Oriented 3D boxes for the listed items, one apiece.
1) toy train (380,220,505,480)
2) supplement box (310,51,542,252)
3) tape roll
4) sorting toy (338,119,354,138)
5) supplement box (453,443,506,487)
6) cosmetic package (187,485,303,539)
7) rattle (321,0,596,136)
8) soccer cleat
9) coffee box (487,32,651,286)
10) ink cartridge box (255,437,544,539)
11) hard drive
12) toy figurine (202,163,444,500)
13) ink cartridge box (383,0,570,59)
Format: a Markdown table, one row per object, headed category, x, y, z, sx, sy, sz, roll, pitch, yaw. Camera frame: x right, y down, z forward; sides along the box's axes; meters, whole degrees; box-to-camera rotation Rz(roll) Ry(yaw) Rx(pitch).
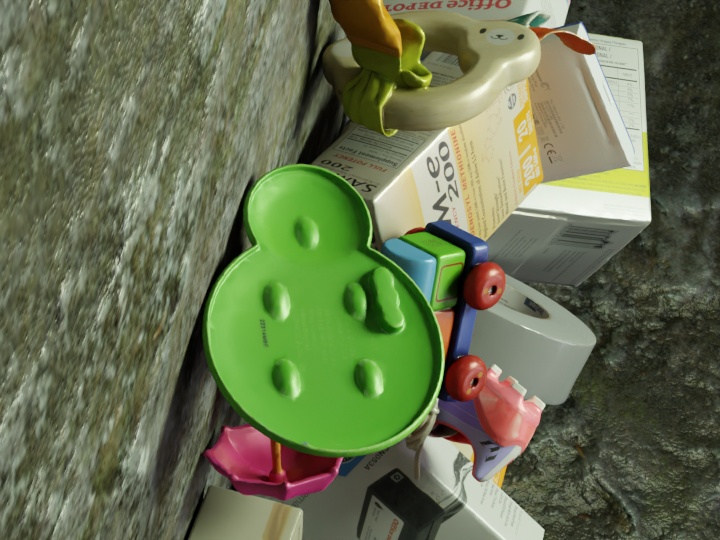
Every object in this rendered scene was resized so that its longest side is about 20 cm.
| category | x | y | z | sx | sy | sz | roll | pitch | yaw |
| --- | --- | --- | --- | --- | --- | --- | --- | --- | --- |
| toy train | 0.021 | 0.071 | 1.221 | 0.115 | 0.085 | 0.201 | -10 | 119 | -42 |
| supplement box | 0.051 | -0.069 | 1.328 | 0.200 | 0.073 | 0.126 | -46 | 139 | -32 |
| tape roll | 0.116 | 0.048 | 1.639 | 0.066 | 0.200 | 0.200 | -65 | 177 | 12 |
| sorting toy | 0.000 | 0.000 | 1.449 | 0.185 | 0.036 | 0.201 | -67 | 145 | -55 |
| supplement box | 0.029 | 0.185 | 1.608 | 0.074 | 0.199 | 0.126 | 93 | 12 | -49 |
| cosmetic package | -0.099 | 0.255 | 1.173 | 0.105 | 0.071 | 0.200 | 97 | 9 | -46 |
| rattle | 0.070 | -0.187 | 1.237 | 0.130 | 0.199 | 0.143 | -129 | -156 | -63 |
| soccer cleat | 0.054 | 0.083 | 1.322 | 0.077 | 0.200 | 0.067 | -52 | 136 | -2 |
| coffee box | 0.156 | -0.114 | 1.749 | 0.200 | 0.199 | 0.199 | 130 | -37 | -65 |
| ink cartridge box | 0.021 | 0.197 | 1.357 | 0.145 | 0.200 | 0.084 | -47 | -178 | 16 |
| hard drive | 0.107 | -0.123 | 1.433 | 0.132 | 0.199 | 0.025 | 61 | 33 | -32 |
| toy figurine | -0.049 | 0.064 | 1.135 | 0.184 | 0.149 | 0.201 | 119 | -34 | -56 |
| ink cartridge box | 0.099 | -0.246 | 1.485 | 0.086 | 0.147 | 0.200 | 67 | 32 | -44 |
